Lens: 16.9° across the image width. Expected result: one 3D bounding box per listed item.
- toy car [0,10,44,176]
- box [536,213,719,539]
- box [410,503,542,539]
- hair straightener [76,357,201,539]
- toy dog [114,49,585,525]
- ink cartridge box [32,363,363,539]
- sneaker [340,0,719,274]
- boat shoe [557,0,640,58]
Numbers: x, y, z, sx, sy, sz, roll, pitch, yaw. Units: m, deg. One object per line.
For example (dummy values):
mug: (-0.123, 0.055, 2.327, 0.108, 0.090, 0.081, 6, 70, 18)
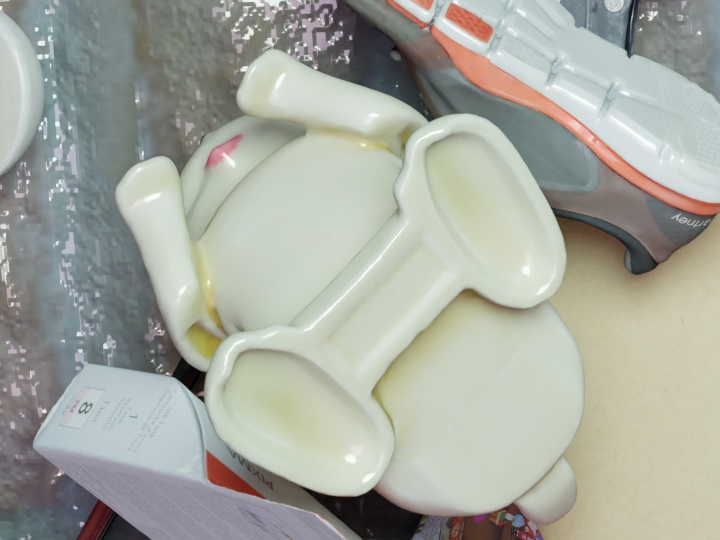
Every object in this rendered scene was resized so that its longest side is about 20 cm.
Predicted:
toy car: (-0.237, -0.040, 0.999, 0.149, 0.175, 0.201, 24, 108, 22)
box: (0.136, 0.053, 0.965, 0.163, 0.021, 0.201, -26, 72, 9)
box: (0.078, 0.155, 1.041, 0.136, 0.039, 0.201, 27, 106, 5)
hair straightener: (-0.053, 0.067, 1.054, 0.077, 0.041, 0.201, 29, 102, 0)
toy dog: (0.000, 0.000, 0.923, 0.194, 0.200, 0.140, 34, 92, -32)
ink cartridge box: (-0.015, 0.105, 0.937, 0.163, 0.200, 0.057, 43, 65, -30)
sneaker: (0.048, -0.065, 0.925, 0.200, 0.077, 0.082, 36, 127, 4)
boat shoe: (0.101, -0.134, 0.954, 0.067, 0.072, 0.201, 16, 108, 10)
